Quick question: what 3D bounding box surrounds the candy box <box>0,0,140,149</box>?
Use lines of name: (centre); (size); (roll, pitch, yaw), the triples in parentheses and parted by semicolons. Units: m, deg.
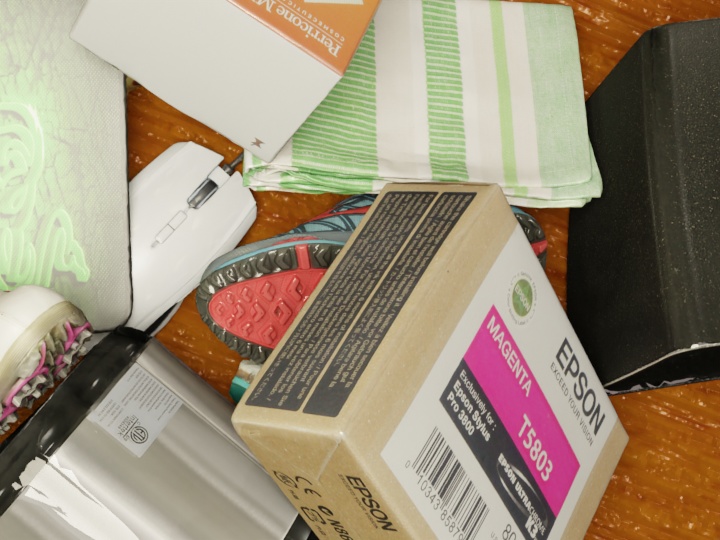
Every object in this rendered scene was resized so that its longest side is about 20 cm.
candy box: (-0.192, -0.136, 0.756); (0.200, 0.056, 0.117); (-29, 94, -7)

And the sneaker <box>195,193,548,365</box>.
sneaker: (0.000, 0.000, 0.765); (0.199, 0.096, 0.080); (-9, 115, -18)

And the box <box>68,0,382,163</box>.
box: (-0.045, -0.180, 0.712); (0.124, 0.097, 0.200); (31, 57, -13)

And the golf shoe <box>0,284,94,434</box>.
golf shoe: (-0.195, 0.040, 0.639); (0.092, 0.200, 0.073); (50, 54, -8)

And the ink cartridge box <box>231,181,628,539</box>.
ink cartridge box: (0.046, 0.081, 0.677); (0.165, 0.075, 0.200); (-56, 130, -31)

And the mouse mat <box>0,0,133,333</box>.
mouse mat: (-0.205, -0.063, 0.723); (0.160, 0.008, 0.201); (-2, 95, -11)

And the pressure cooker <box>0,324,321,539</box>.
pressure cooker: (-0.105, 0.151, 0.700); (0.200, 0.179, 0.176); (40, 81, -5)

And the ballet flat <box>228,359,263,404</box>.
ballet flat: (0.012, 0.105, 0.781); (0.200, 0.072, 0.072); (42, 83, -11)

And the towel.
towel: (0.033, -0.104, 0.771); (0.199, 0.023, 0.153); (3, 57, -8)

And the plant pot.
plant pot: (0.222, -0.039, 0.754); (0.199, 0.200, 0.178); (-7, 79, -8)

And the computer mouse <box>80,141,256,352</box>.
computer mouse: (-0.098, -0.032, 0.773); (0.110, 0.044, 0.200); (41, 83, -6)
